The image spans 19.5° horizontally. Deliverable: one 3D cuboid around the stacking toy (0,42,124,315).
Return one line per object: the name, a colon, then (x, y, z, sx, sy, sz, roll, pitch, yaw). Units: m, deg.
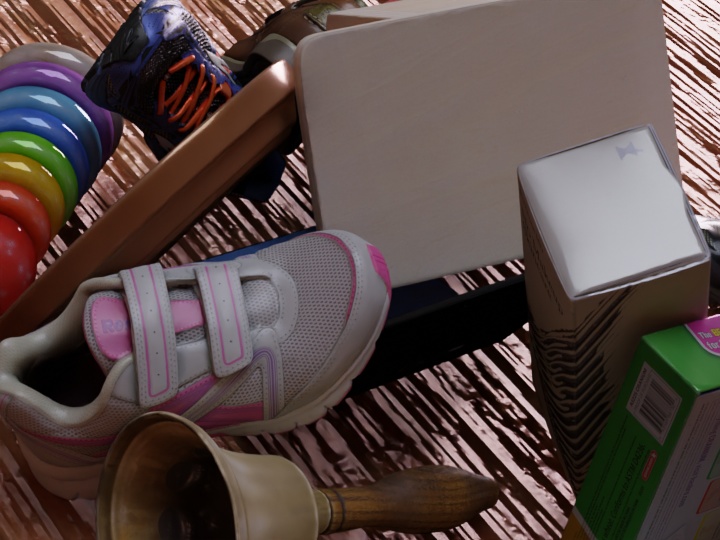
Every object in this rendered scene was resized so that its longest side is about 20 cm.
stacking toy: (-0.186, -0.043, 1.120, 0.085, 0.086, 0.200, 12, 32, 0)

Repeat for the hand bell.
hand bell: (-0.011, 0.109, 0.967, 0.199, 0.105, 0.104, -3, 34, -41)

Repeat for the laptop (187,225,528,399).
laptop: (0.000, 0.000, 1.096, 0.187, 0.200, 0.116, -18, 77, -38)

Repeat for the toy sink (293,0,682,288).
toy sink: (0.049, -0.075, 1.079, 0.199, 0.131, 0.112, -14, 13, -20)

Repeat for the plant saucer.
plant saucer: (-0.101, -0.026, 1.041, 0.032, 0.200, 0.200, 46, 37, -3)

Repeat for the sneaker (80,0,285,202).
sneaker: (-0.088, -0.092, 1.162, 0.078, 0.076, 0.200, 34, -2, 20)

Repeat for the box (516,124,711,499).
box: (0.120, 0.026, 0.994, 0.068, 0.200, 0.082, -17, 56, -3)

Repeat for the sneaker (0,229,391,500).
sneaker: (-0.081, 0.037, 0.947, 0.199, 0.088, 0.082, -27, 59, 9)

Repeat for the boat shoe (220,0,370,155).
boat shoe: (-0.035, -0.117, 1.221, 0.068, 0.072, 0.200, -45, 13, -11)

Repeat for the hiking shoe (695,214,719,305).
hiking shoe: (0.276, -0.023, 1.227, 0.199, 0.101, 0.076, 7, 32, -7)

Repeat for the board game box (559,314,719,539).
board game box: (0.194, 0.080, 0.996, 0.199, 0.154, 0.040, -13, 45, -35)

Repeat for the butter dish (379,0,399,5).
butter dish: (0.077, -0.117, 1.236, 0.198, 0.149, 0.200, 2, 18, -14)
